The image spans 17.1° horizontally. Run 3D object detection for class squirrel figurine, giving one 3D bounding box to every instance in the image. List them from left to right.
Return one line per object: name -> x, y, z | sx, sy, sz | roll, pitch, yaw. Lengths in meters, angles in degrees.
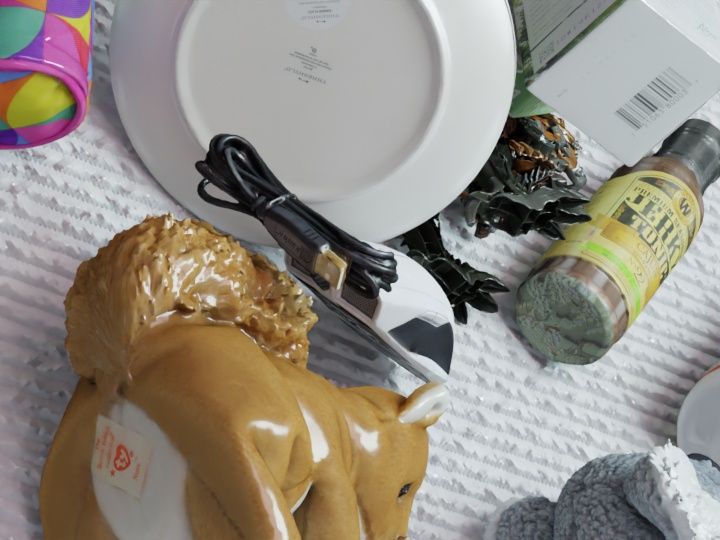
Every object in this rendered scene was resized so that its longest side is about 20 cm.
squirrel figurine -> -0.045, 0.061, 1.100 | 0.187, 0.141, 0.200 | -4, 72, -49

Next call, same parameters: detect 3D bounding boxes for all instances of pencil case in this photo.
pencil case -> -0.167, -0.158, 1.150 | 0.088, 0.088, 0.200 | 19, 54, -33

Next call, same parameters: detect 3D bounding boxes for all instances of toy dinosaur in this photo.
toy dinosaur -> 0.046, -0.055, 1.293 | 0.200, 0.102, 0.136 | -7, 56, -25

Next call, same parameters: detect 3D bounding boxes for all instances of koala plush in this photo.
koala plush -> 0.173, 0.166, 1.211 | 0.200, 0.177, 0.184 | 42, 56, -21

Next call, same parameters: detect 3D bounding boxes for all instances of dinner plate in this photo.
dinner plate -> -0.024, -0.099, 1.166 | 0.200, 0.200, 0.024 | 44, 16, -14

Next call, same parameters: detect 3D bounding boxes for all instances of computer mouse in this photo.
computer mouse -> 0.000, 0.000, 1.164 | 0.110, 0.044, 0.200 | 33, -6, 28

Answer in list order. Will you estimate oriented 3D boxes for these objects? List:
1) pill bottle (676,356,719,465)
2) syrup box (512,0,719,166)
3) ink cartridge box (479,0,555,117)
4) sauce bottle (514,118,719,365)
pill bottle -> 0.275, 0.061, 1.392 | 0.114, 0.114, 0.200 | 54, 44, -4
syrup box -> 0.131, -0.157, 1.265 | 0.081, 0.079, 0.200 | 34, 31, -26
ink cartridge box -> 0.058, -0.151, 1.287 | 0.146, 0.048, 0.200 | 56, 30, 13
sauce bottle -> 0.156, -0.024, 1.370 | 0.065, 0.065, 0.200 | 49, 45, -9
